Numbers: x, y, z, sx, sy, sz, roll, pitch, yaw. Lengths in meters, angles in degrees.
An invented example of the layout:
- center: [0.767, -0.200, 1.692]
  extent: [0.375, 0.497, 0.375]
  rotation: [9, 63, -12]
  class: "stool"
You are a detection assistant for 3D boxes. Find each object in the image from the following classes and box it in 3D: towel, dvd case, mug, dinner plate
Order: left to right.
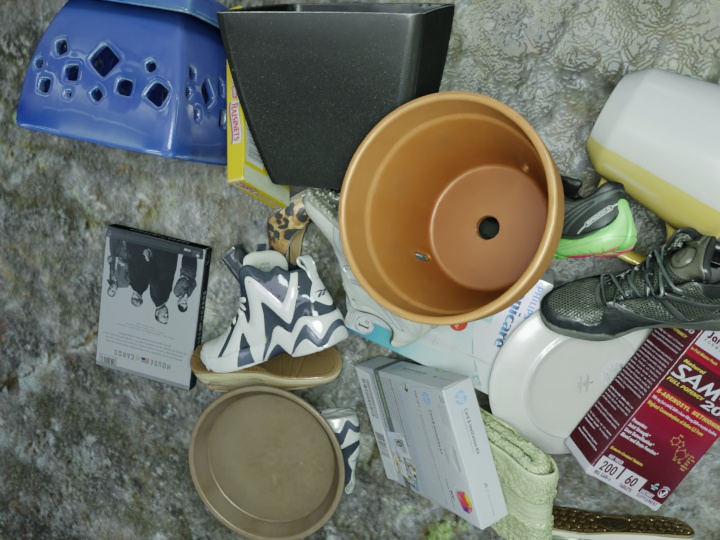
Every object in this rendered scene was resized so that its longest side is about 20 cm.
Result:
- center: [-0.283, 0.050, 0.948]
  extent: [0.150, 0.025, 0.200]
  rotation: [13, 105, 13]
  class: "dvd case"
- center: [0.137, 0.223, 0.790]
  extent: [0.200, 0.036, 0.149]
  rotation: [30, 133, 46]
  class: "towel"
- center: [0.239, 0.122, 0.765]
  extent: [0.200, 0.024, 0.201]
  rotation: [-4, 112, -11]
  class: "dinner plate"
- center: [0.301, -0.107, 0.687]
  extent: [0.153, 0.149, 0.187]
  rotation: [31, 89, 16]
  class: "mug"

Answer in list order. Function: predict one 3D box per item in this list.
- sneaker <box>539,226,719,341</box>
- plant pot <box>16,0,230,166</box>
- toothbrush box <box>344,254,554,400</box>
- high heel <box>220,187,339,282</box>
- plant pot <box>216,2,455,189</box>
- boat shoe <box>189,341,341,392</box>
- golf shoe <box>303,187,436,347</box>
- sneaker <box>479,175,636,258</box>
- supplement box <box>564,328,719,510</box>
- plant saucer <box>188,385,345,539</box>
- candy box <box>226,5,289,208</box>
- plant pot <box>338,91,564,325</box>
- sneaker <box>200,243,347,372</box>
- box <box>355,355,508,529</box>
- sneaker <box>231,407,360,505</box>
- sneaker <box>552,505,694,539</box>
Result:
- center: [0.269, 0.012, 0.666]
  extent: [0.199, 0.076, 0.114]
  rotation: [-4, 143, 20]
  class: "sneaker"
- center: [-0.236, -0.226, 0.794]
  extent: [0.200, 0.200, 0.180]
  rotation: [13, 98, 14]
  class: "plant pot"
- center: [0.101, 0.033, 0.803]
  extent: [0.200, 0.085, 0.147]
  rotation: [24, 107, 9]
  class: "toothbrush box"
- center: [-0.064, -0.011, 0.849]
  extent: [0.200, 0.071, 0.143]
  rotation: [-36, 90, 28]
  class: "high heel"
- center: [-0.015, -0.188, 0.744]
  extent: [0.199, 0.200, 0.178]
  rotation: [5, 113, 15]
  class: "plant pot"
- center: [-0.116, 0.126, 0.900]
  extent: [0.200, 0.071, 0.065]
  rotation: [1, 136, 16]
  class: "boat shoe"
- center: [0.000, 0.000, 0.743]
  extent: [0.200, 0.078, 0.097]
  rotation: [45, 115, 6]
  class: "golf shoe"
- center: [0.201, -0.054, 0.730]
  extent: [0.200, 0.077, 0.084]
  rotation: [0, 88, 55]
  class: "sneaker"
- center: [0.326, 0.145, 0.744]
  extent: [0.109, 0.061, 0.200]
  rotation: [30, 102, -17]
  class: "supplement box"
- center: [-0.113, 0.234, 0.852]
  extent: [0.200, 0.029, 0.201]
  rotation: [2, 99, 13]
  class: "plant saucer"
- center: [-0.113, -0.179, 0.778]
  extent: [0.026, 0.102, 0.200]
  rotation: [-7, 76, 19]
  class: "candy box"
- center: [0.098, -0.049, 0.650]
  extent: [0.200, 0.140, 0.201]
  rotation: [-3, 85, 29]
  class: "plant pot"
- center: [-0.118, 0.039, 0.806]
  extent: [0.199, 0.079, 0.130]
  rotation: [-15, 92, 38]
  class: "sneaker"
- center: [0.073, 0.185, 0.794]
  extent: [0.041, 0.200, 0.156]
  rotation: [-20, 98, -24]
  class: "box"
- center: [-0.094, 0.250, 0.903]
  extent: [0.199, 0.079, 0.130]
  rotation: [-6, 91, 7]
  class: "sneaker"
- center: [0.282, 0.335, 0.817]
  extent: [0.200, 0.067, 0.090]
  rotation: [1, 96, 13]
  class: "sneaker"
